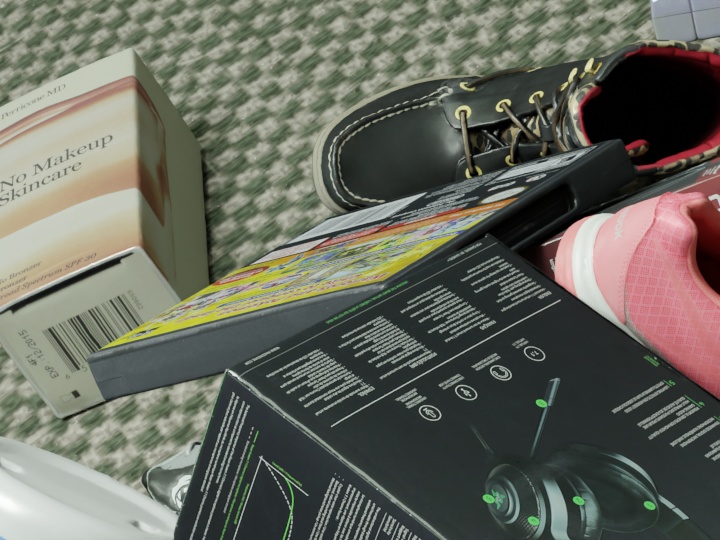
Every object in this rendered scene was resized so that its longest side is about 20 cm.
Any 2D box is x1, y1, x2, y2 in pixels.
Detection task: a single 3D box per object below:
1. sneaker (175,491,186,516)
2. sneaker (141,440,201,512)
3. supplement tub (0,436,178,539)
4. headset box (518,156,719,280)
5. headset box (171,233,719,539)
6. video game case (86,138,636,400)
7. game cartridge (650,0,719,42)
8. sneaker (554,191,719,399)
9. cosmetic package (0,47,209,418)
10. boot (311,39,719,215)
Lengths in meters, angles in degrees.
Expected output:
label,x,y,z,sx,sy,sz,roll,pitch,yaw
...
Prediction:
label,x,y,z,sx,sy,sz,roll,pitch,yaw
sneaker,-0.062,0.144,1.327,0.200,0.075,0.081,-41,64,35
sneaker,-0.057,0.074,1.436,0.115,0.075,0.200,-20,37,21
supplement tub,-0.161,0.185,1.254,0.132,0.132,0.200,28,95,52
headset box,0.122,0.007,1.321,0.200,0.077,0.149,-23,2,15
headset box,0.062,0.098,1.117,0.200,0.093,0.174,36,38,23
video game case,0.000,0.000,1.313,0.200,0.026,0.181,-14,12,45
game cartridge,0.226,-0.159,1.465,0.129,0.038,0.200,-13,13,18
sneaker,0.173,0.042,1.186,0.087,0.200,0.074,-34,21,51
cosmetic package,-0.148,-0.024,1.615,0.103,0.087,0.200,-25,34,11
boot,0.087,-0.068,1.410,0.199,0.073,0.151,-6,-1,-18
